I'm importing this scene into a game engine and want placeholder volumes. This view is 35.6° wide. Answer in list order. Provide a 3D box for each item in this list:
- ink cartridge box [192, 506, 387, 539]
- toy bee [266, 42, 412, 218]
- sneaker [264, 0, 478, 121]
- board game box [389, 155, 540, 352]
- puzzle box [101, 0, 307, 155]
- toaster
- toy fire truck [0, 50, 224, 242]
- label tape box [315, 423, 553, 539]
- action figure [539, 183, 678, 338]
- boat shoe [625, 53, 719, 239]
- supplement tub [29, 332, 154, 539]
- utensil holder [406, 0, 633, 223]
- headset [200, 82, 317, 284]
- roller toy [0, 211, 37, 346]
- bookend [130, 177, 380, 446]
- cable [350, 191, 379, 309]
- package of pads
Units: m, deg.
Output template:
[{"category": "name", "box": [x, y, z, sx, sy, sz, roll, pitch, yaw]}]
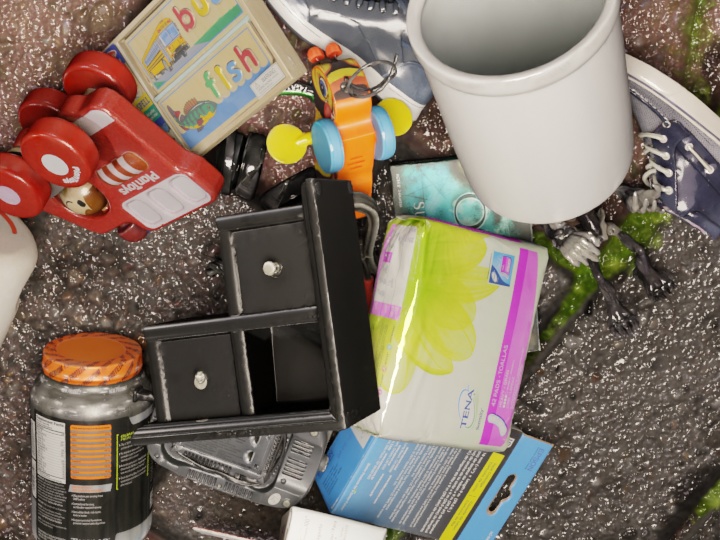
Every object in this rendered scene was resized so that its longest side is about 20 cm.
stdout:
[{"category": "ink cartridge box", "box": [-0.072, 0.256, 1.100, 0.172, 0.200, 0.044, 15, 75, -2]}, {"category": "toy bee", "box": [-0.009, -0.141, 0.982, 0.130, 0.109, 0.200, -2, 142, -35]}, {"category": "sneaker", "box": [0.016, -0.250, 1.002, 0.202, 0.077, 0.146, 35, 116, -18]}, {"category": "board game box", "box": [0.104, -0.013, 1.099, 0.134, 0.028, 0.202, -6, 106, 4]}, {"category": "puzzle box", "box": [-0.150, -0.183, 1.004, 0.199, 0.025, 0.134, -31, 94, 40]}, {"category": "toaster", "box": [-0.123, 0.141, 1.099, 0.198, 0.129, 0.115, 19, 105, -4]}, {"category": "toy fire truck", "box": [-0.242, -0.091, 1.035, 0.199, 0.113, 0.168, -22, 127, 42]}, {"category": "label tape box", "box": [0.074, 0.192, 1.132, 0.199, 0.063, 0.145, 21, 107, -30]}, {"category": "action figure", "box": [0.225, -0.044, 1.043, 0.118, 0.102, 0.201, -36, 107, -7]}, {"category": "boat shoe", "box": [0.286, -0.112, 1.039, 0.199, 0.075, 0.093, 35, 97, -9]}, {"category": "supplement tub", "box": [-0.267, 0.172, 1.116, 0.121, 0.123, 0.202, 5, 106, 1]}, {"category": "utensil holder", "box": [0.142, -0.159, 0.945, 0.168, 0.171, 0.200, -18, 144, 7]}, {"category": "headset", "box": [-0.087, -0.082, 1.052, 0.123, 0.094, 0.201, 33, 93, -7]}, {"category": "roller toy", "box": [-0.404, 0.006, 1.041, 0.199, 0.182, 0.141, 33, 107, 18]}, {"category": "bookend", "box": [-0.099, 0.035, 0.949, 0.197, 0.092, 0.202, -6, 91, 19]}, {"category": "cable", "box": [0.000, 0.000, 1.049, 0.096, 0.200, 0.051, 5, 62, -9]}, {"category": "package of pads", "box": [0.078, 0.059, 1.019, 0.153, 0.068, 0.202, 11, 90, -30]}]
